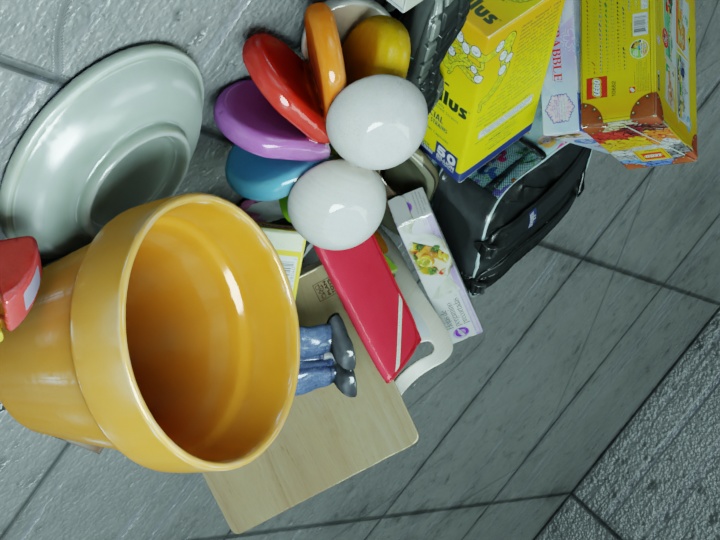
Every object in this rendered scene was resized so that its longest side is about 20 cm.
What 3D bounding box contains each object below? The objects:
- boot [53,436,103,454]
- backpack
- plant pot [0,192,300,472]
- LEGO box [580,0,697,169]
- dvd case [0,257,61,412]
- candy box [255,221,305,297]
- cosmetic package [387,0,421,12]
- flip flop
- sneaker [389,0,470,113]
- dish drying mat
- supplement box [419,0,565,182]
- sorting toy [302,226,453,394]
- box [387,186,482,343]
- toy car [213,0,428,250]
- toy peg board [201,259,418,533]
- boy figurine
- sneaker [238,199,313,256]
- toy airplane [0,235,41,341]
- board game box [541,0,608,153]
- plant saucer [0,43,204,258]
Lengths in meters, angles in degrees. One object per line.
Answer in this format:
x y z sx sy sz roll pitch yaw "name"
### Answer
-0.166 0.087 1.340 0.200 0.186 0.064 -47 139 -8 "boot"
0.151 -0.094 1.731 0.199 0.151 0.178 -35 155 -23 "backpack"
-0.176 0.055 1.231 0.182 0.203 0.199 -9 -177 35 "plant pot"
0.274 -0.219 1.598 0.149 0.076 0.202 26 63 -60 "LEGO box"
-0.231 0.031 1.390 0.199 0.022 0.147 -28 151 -39 "dvd case"
-0.114 0.054 1.455 0.026 0.101 0.202 -119 -142 -70 "candy box"
0.071 -0.302 1.303 0.199 0.103 0.073 -37 155 -29 "cosmetic package"
0.030 -0.083 1.625 0.058 0.081 0.200 -43 163 -19 "flip flop"
0.037 -0.194 1.419 0.075 0.079 0.201 -48 168 -30 "sneaker"
0.000 0.000 1.484 0.077 0.018 0.201 -47 120 -44 "dish drying mat"
0.103 -0.201 1.519 0.109 0.109 0.201 -36 155 -28 "supplement box"
-0.009 0.057 1.615 0.200 0.180 0.107 -46 178 -7 "sorting toy"
0.077 -0.002 1.639 0.038 0.042 0.201 -21 139 5 "box"
-0.044 -0.128 1.336 0.149 0.176 0.201 11 126 -25 "toy car"
-0.079 0.106 1.546 0.198 0.201 0.098 -27 -161 -5 "toy peg board"
-0.105 0.088 1.413 0.198 0.065 0.125 -11 131 -15 "boy figurine"
-0.067 -0.034 1.524 0.199 0.081 0.086 -35 166 -18 "sneaker"
-0.315 0.059 1.115 0.200 0.141 0.200 -53 158 14 "toy airplane"
0.230 -0.228 1.646 0.200 0.041 0.202 2 84 -64 "board game box"
-0.186 -0.079 1.257 0.200 0.050 0.201 -39 156 -21 "plant saucer"
